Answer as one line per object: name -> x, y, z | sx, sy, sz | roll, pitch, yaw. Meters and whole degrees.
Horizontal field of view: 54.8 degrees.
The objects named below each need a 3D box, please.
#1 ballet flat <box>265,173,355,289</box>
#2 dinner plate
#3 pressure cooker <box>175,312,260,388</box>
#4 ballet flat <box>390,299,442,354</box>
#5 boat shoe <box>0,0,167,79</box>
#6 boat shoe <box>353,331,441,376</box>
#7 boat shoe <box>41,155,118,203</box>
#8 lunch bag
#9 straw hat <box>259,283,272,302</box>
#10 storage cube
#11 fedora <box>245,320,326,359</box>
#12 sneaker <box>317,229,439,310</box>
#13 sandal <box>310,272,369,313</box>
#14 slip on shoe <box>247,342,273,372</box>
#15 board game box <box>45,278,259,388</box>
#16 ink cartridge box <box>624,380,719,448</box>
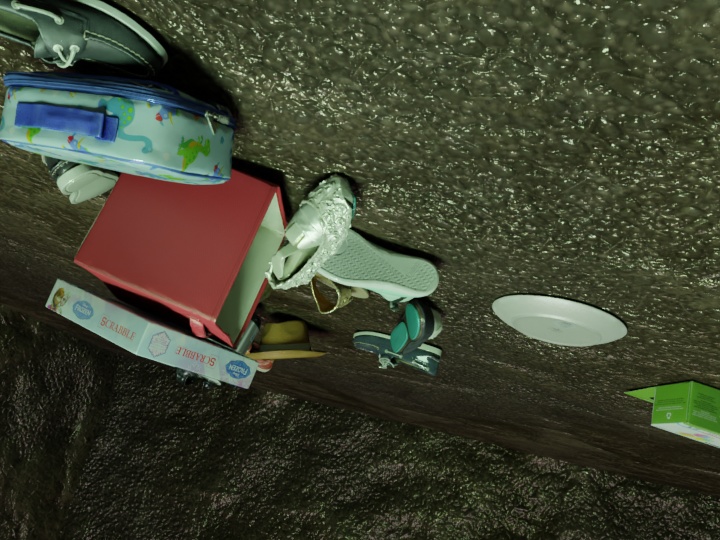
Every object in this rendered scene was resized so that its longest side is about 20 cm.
ballet flat -> -0.066, -0.032, 0.827 | 0.071, 0.072, 0.200 | 19, 143, -12
dinner plate -> 0.294, 0.082, 1.041 | 0.197, 0.025, 0.200 | 14, 162, 5
pressure cooker -> -0.324, 0.149, 1.456 | 0.177, 0.202, 0.176 | 14, 157, 39
ballet flat -> 0.102, 0.094, 1.194 | 0.072, 0.074, 0.200 | 17, 157, -3
boat shoe -> -0.264, -0.205, 0.584 | 0.198, 0.061, 0.075 | 22, 161, -20
boat shoe -> 0.072, 0.176, 1.461 | 0.197, 0.063, 0.075 | 11, 164, 17
boat shoe -> -0.368, -0.131, 0.907 | 0.061, 0.073, 0.200 | 60, 173, -5
lunch bag -> -0.231, -0.136, 0.668 | 0.197, 0.084, 0.160 | 11, -175, 22
straw hat -> -0.207, -0.037, 1.000 | 0.199, 0.202, 0.086 | 18, 120, -7
storage cube -> -0.207, -0.031, 0.857 | 0.178, 0.202, 0.171 | 21, 164, 5
fedora -> -0.167, 0.154, 1.537 | 0.197, 0.083, 0.201 | -3, 173, 0
sneaker -> 0.000, 0.000, 0.966 | 0.198, 0.075, 0.118 | 19, 166, -6
sandal -> -0.058, 0.033, 1.120 | 0.077, 0.071, 0.212 | 6, 160, 30
slip on shoe -> -0.334, 0.224, 1.987 | 0.198, 0.075, 0.061 | 28, 125, -17
board game box -> -0.264, 0.083, 0.891 | 0.198, 0.042, 0.199 | 17, 170, 36
ink cartridge box -> 0.588, 0.264, 1.247 | 0.146, 0.077, 0.200 | 18, 161, -8
